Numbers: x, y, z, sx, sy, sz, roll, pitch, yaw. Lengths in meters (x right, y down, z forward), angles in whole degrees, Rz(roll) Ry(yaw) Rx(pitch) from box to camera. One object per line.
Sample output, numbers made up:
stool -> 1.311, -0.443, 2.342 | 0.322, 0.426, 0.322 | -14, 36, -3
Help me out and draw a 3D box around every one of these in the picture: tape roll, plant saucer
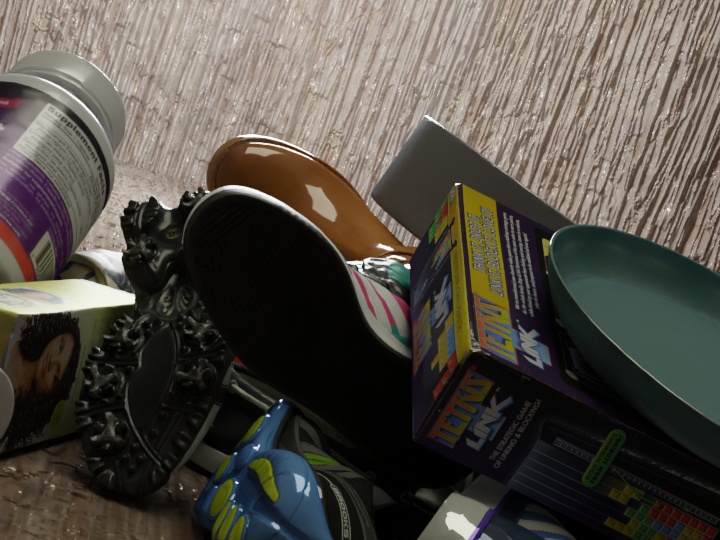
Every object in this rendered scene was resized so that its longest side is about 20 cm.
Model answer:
tape roll -> 0.104, -0.016, 1.166 | 0.200, 0.066, 0.200 | 37, 5, -4
plant saucer -> 0.169, 0.047, 0.853 | 0.200, 0.027, 0.200 | 26, 22, -11

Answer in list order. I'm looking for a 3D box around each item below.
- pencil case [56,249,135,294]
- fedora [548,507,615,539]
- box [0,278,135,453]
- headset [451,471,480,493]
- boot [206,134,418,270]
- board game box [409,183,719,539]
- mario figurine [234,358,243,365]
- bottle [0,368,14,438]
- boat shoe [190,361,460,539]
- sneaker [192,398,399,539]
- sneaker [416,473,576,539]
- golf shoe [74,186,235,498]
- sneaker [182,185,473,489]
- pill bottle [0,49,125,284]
pencil case -> -0.125, 0.039, 1.150 | 0.200, 0.090, 0.078 | 11, 28, -51
fedora -> 0.183, 0.149, 0.919 | 0.200, 0.092, 0.201 | -3, 23, 1
box -> -0.168, 0.047, 0.942 | 0.050, 0.076, 0.200 | 16, 5, 10
headset -> 0.109, 0.125, 1.032 | 0.200, 0.094, 0.124 | 20, -36, -19
boot -> 0.000, 0.000, 1.071 | 0.200, 0.077, 0.155 | 48, -5, -17
board game box -> 0.107, 0.050, 0.877 | 0.165, 0.057, 0.200 | 26, 22, -9
mario figurine -> -0.006, 0.066, 1.118 | 0.200, 0.106, 0.123 | 25, -32, -21
bottle -> -0.231, 0.030, 0.819 | 0.200, 0.084, 0.065 | 25, -13, 42
boat shoe -> 0.002, 0.108, 0.982 | 0.199, 0.060, 0.076 | 20, 5, 10
sneaker -> -0.028, 0.115, 0.847 | 0.083, 0.071, 0.200 | 39, 0, -10
sneaker -> 0.093, 0.157, 0.787 | 0.146, 0.081, 0.200 | 33, 0, 12
golf shoe -> -0.094, 0.050, 0.949 | 0.077, 0.095, 0.200 | -2, 44, 11
sneaker -> -0.019, 0.017, 0.935 | 0.200, 0.084, 0.121 | 46, 5, -23
pill bottle -> -0.211, -0.046, 1.060 | 0.111, 0.112, 0.200 | 19, 39, 4
